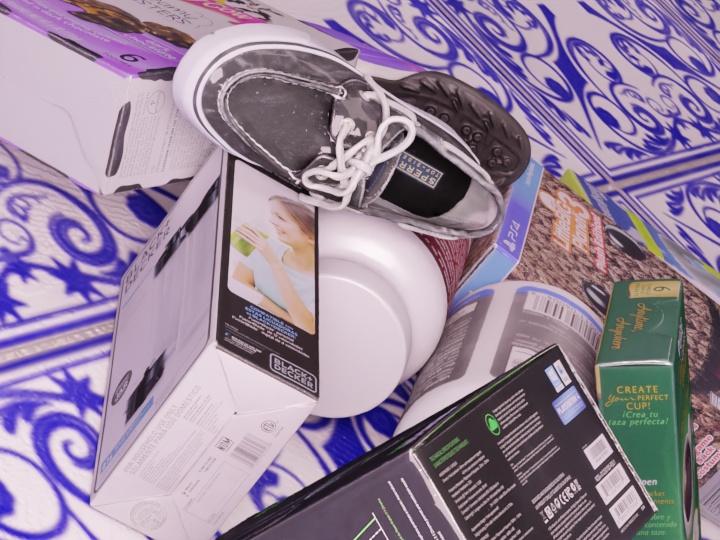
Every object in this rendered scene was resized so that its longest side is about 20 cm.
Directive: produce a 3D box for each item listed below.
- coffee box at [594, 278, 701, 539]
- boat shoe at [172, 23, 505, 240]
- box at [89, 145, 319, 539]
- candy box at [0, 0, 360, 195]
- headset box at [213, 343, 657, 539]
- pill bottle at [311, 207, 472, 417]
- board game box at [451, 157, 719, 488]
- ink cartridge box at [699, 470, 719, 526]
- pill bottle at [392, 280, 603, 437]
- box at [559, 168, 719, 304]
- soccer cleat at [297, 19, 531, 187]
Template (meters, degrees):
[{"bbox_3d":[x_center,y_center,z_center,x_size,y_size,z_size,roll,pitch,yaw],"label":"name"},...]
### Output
[{"bbox_3d":[0.162,0.117,1.192,0.044,0.201,0.123,-2,23,13],"label":"coffee box"},{"bbox_3d":[-0.006,-0.062,1.096,0.199,0.074,0.068,29,11,-40],"label":"boat shoe"},{"bbox_3d":[-0.075,0.032,1.071,0.060,0.117,0.200,29,29,-18],"label":"box"},{"bbox_3d":[-0.127,-0.116,1.199,0.168,0.072,0.200,28,24,29],"label":"candy box"},{"bbox_3d":[0.002,0.133,0.926,0.093,0.200,0.174,59,28,2],"label":"headset box"},{"bbox_3d":[0.000,0.000,1.225,0.113,0.113,0.200,37,25,-7],"label":"pill bottle"},{"bbox_3d":[0.142,0.044,1.367,0.200,0.097,0.160,37,25,-7],"label":"board game box"},{"bbox_3d":[0.298,0.136,1.498,0.199,0.041,0.200,32,26,-17],"label":"ink cartridge box"},{"bbox_3d":[0.078,0.093,1.181,0.114,0.114,0.200,38,26,-5],"label":"pill bottle"},{"bbox_3d":[0.208,-0.001,1.564,0.200,0.048,0.122,33,13,-14],"label":"box"},{"bbox_3d":[0.016,-0.112,1.356,0.199,0.068,0.073,20,25,0],"label":"soccer cleat"}]
